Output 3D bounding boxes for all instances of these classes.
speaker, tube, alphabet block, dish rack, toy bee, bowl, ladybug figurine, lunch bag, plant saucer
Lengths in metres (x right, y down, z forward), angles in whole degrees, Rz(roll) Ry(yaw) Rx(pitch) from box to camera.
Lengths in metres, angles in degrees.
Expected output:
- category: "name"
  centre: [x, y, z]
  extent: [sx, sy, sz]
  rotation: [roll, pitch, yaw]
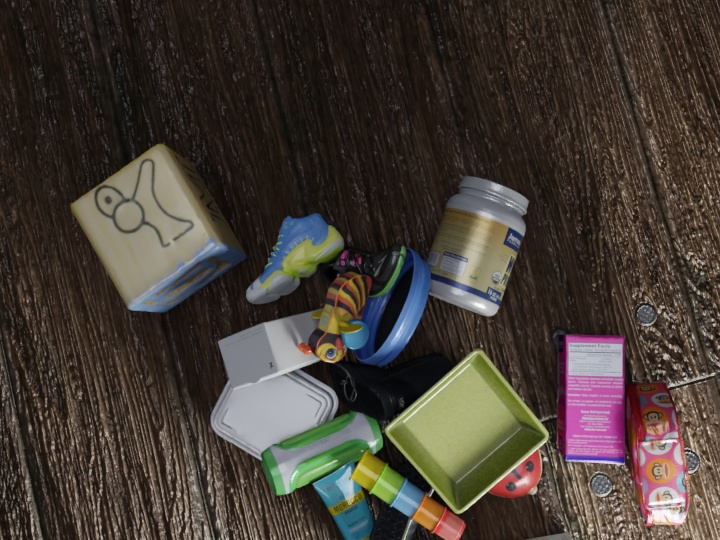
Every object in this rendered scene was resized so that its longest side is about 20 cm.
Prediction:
- category: "speaker"
  centre: [-0.064, 0.301, 1.431]
  extent: [0.196, 0.088, 0.090]
  rotation: [-21, 84, -17]
- category: "tube"
  centre: [-0.007, 0.422, 1.428]
  extent: [0.076, 0.050, 0.203]
  rotation: [-27, 103, -16]
- category: "alphabet block"
  centre: [-0.337, -0.065, 1.456]
  extent: [0.193, 0.196, 0.202]
  rotation: [-32, 83, 1]
- category: "dish rack"
  centre: [-0.154, 0.247, 1.491]
  extent: [0.197, 0.044, 0.174]
  rotation: [28, 88, 6]
- category: "toy bee"
  centre: [-0.041, 0.102, 1.355]
  extent: [0.107, 0.130, 0.205]
  rotation: [5, 76, -31]
- category: "bowl"
  centre: [0.053, 0.063, 1.414]
  extent: [0.039, 0.200, 0.204]
  rotation: [24, 88, -16]
- category: "ladybug figurine"
  centre: [0.225, 0.299, 1.436]
  extent: [0.200, 0.072, 0.136]
  rotation: [42, 90, 7]
- category: "lunch bag"
  centre: [0.470, 0.282, 1.364]
  extent: [0.080, 0.176, 0.205]
  rotation: [-6, 106, 14]
- category: "plant saucer"
  centre: [0.166, 0.250, 1.360]
  extent: [0.199, 0.048, 0.200]
  rotation: [-40, 105, 4]

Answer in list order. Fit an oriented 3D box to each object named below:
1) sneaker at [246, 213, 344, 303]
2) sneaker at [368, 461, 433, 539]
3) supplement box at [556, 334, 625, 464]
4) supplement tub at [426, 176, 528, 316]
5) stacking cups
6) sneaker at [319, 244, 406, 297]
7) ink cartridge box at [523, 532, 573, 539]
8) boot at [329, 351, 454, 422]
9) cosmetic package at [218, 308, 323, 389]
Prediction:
- category: "sneaker"
  centre: [-0.129, -0.028, 1.502]
  extent: [0.198, 0.076, 0.106]
  rotation: [-31, 71, -5]
- category: "sneaker"
  centre: [0.066, 0.410, 1.433]
  extent: [0.071, 0.084, 0.201]
  rotation: [24, 53, 20]
- category: "supplement box"
  centre: [0.381, 0.208, 1.414]
  extent: [0.101, 0.101, 0.205]
  rotation: [2, 85, 6]
- category: "supplement tub"
  centre: [0.193, -0.040, 1.429]
  extent: [0.142, 0.144, 0.204]
  rotation: [20, 88, 6]
- category: "stacking cups"
  centre: [0.078, 0.366, 1.377]
  extent: [0.198, 0.061, 0.061]
  rotation: [32, 89, 4]
- category: "sneaker"
  centre: [0.000, 0.000, 1.424]
  extent: [0.083, 0.198, 0.078]
  rotation: [36, 54, -26]
- category: "ink cartridge box"
  centre: [0.268, 0.531, 1.408]
  extent: [0.195, 0.083, 0.150]
  rotation: [-12, 85, 4]
- category: "boot"
  centre: [0.059, 0.185, 1.452]
  extent: [0.165, 0.199, 0.078]
  rotation: [-15, 107, -29]
- category: "cosmetic package"
  centre: [-0.127, 0.126, 1.407]
  extent: [0.106, 0.199, 0.087]
  rotation: [-21, 83, 28]
